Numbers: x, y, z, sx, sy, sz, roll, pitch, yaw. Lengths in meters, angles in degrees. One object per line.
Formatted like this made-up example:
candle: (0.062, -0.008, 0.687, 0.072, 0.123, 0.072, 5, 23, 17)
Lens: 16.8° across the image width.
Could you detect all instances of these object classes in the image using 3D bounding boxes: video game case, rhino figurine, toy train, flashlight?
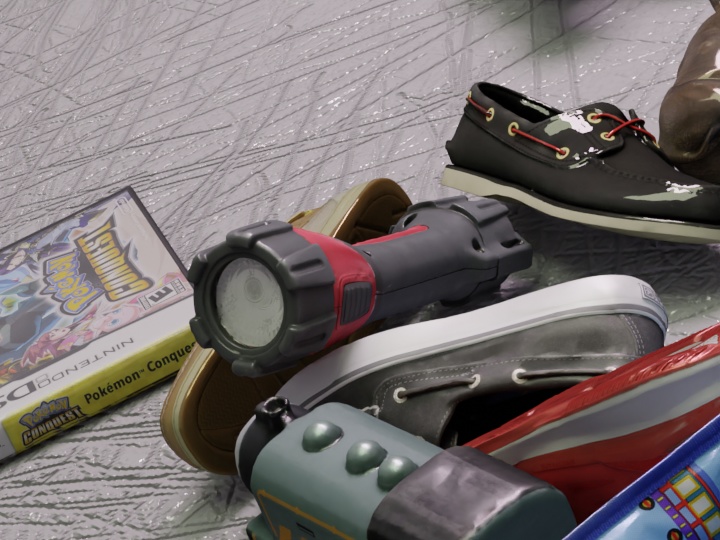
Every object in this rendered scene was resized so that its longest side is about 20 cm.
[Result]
video game case: (-0.180, 0.034, 1.333, 0.180, 0.026, 0.200, -27, 28, -7)
rhino figurine: (0.203, -0.109, 1.268, 0.087, 0.060, 0.200, -20, 23, 27)
toy train: (0.022, 0.113, 0.954, 0.085, 0.114, 0.200, -34, 30, -22)
flashlight: (0.000, 0.000, 1.145, 0.068, 0.068, 0.200, -36, -10, 31)

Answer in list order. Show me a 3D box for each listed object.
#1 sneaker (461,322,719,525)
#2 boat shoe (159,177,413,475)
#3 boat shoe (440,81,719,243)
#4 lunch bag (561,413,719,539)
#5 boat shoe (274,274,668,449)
sneaker: (0.105, 0.101, 0.954, 0.078, 0.116, 0.200, -26, -3, -27)
boat shoe: (-0.040, 0.031, 1.200, 0.066, 0.074, 0.200, -13, 25, 44)
boat shoe: (0.114, -0.053, 1.211, 0.073, 0.064, 0.201, 10, 7, -36)
lunch bag: (0.142, 0.123, 0.811, 0.094, 0.151, 0.200, 10, 42, 44)
boat shoe: (0.046, 0.065, 1.081, 0.199, 0.070, 0.067, -17, 51, 20)
